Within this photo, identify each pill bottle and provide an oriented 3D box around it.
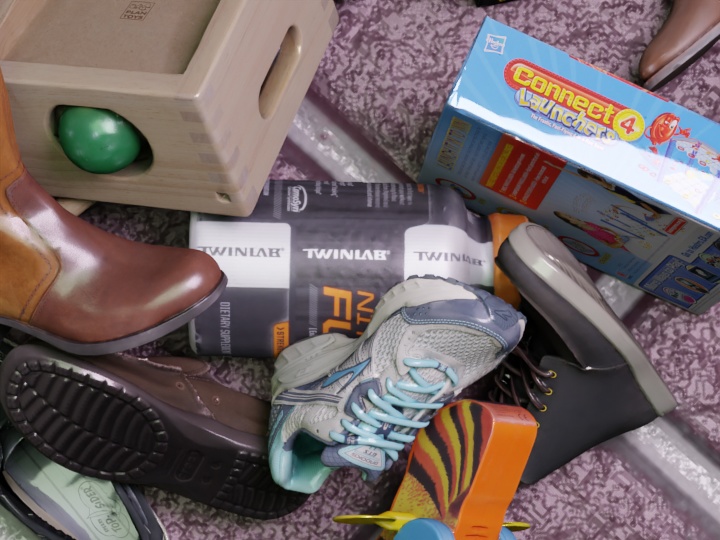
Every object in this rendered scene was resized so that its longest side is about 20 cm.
[{"bbox_3d":[0.000,0.000,1.288,0.199,0.106,0.107,1,83,-1],"label":"pill bottle"}]

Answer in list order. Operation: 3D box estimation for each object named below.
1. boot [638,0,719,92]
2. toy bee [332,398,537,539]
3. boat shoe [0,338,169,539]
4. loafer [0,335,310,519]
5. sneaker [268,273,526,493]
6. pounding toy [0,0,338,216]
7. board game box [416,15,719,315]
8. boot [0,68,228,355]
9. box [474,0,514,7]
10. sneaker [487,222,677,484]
[{"bbox_3d":[0.166,-0.231,1.340,0.200,0.064,0.186,42,71,0],"label":"boot"},{"bbox_3d":[0.029,0.162,1.242,0.131,0.108,0.201,37,78,-39],"label":"toy bee"},{"bbox_3d":[-0.189,0.110,1.290,0.074,0.066,0.200,-37,85,-5],"label":"boat shoe"},{"bbox_3d":[-0.120,0.085,1.278,0.199,0.071,0.073,26,123,-23],"label":"loafer"},{"bbox_3d":[0.018,0.071,1.197,0.077,0.200,0.087,29,54,-23],"label":"sneaker"},{"bbox_3d":[-0.133,-0.100,1.259,0.183,0.142,0.201,7,54,23],"label":"pounding toy"},{"bbox_3d":[0.138,-0.054,1.250,0.195,0.200,0.056,25,79,1],"label":"board game box"},{"bbox_3d":[-0.179,-0.056,1.180,0.187,0.069,0.201,1,122,24],"label":"boot"},{"bbox_3d":[0.071,-0.272,1.295,0.049,0.160,0.201,-13,83,-4],"label":"box"},{"bbox_3d":[0.103,0.057,1.241,0.106,0.200,0.075,-36,49,6],"label":"sneaker"}]
